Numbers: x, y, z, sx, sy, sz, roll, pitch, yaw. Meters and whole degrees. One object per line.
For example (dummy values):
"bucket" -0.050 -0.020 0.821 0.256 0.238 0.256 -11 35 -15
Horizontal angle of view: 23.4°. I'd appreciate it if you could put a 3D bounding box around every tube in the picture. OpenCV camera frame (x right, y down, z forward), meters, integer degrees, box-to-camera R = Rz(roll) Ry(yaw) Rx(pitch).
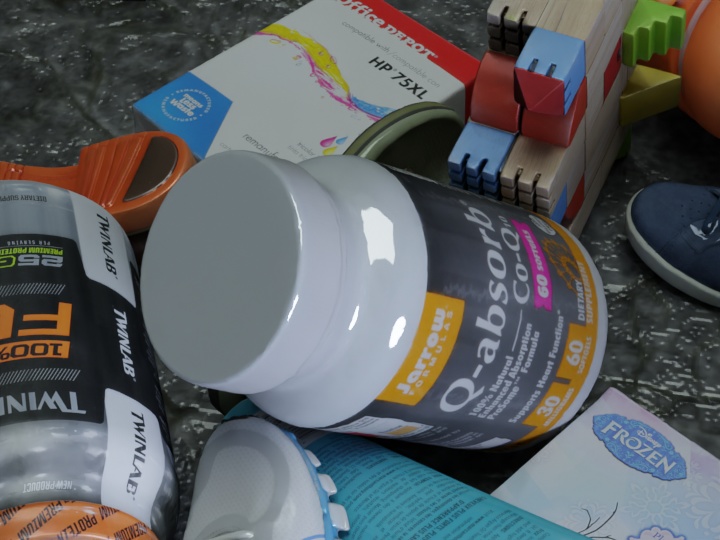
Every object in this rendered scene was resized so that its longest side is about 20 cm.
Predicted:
"tube" 0.013 0.105 0.729 0.077 0.051 0.199 -39 36 -25

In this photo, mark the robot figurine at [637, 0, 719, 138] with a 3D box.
"robot figurine" 0.204 -0.142 0.952 0.116 0.144 0.200 -30 41 -3

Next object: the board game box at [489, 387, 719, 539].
"board game box" 0.117 0.166 0.716 0.199 0.044 0.200 -36 55 -28

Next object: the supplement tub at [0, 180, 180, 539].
"supplement tub" -0.147 0.067 0.767 0.121 0.123 0.201 -11 47 -9

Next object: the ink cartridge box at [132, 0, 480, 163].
"ink cartridge box" -0.010 -0.085 0.946 0.199 0.068 0.116 -35 54 -28

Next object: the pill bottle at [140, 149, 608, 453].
"pill bottle" 0.009 0.015 0.752 0.199 0.117 0.116 13 28 -47

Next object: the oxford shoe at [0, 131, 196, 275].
"oxford shoe" -0.165 -0.013 0.888 0.198 0.073 0.072 -7 48 21

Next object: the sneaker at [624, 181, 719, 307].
"sneaker" 0.229 -0.019 0.863 0.199 0.085 0.075 19 49 19

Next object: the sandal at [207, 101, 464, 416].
"sandal" 0.000 0.001 0.859 0.057 0.080 0.201 21 59 27

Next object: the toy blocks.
"toy blocks" 0.091 -0.076 0.862 0.099 0.201 0.137 18 61 18

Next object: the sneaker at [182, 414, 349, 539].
"sneaker" -0.055 0.143 0.675 0.075 0.086 0.201 -24 53 32
